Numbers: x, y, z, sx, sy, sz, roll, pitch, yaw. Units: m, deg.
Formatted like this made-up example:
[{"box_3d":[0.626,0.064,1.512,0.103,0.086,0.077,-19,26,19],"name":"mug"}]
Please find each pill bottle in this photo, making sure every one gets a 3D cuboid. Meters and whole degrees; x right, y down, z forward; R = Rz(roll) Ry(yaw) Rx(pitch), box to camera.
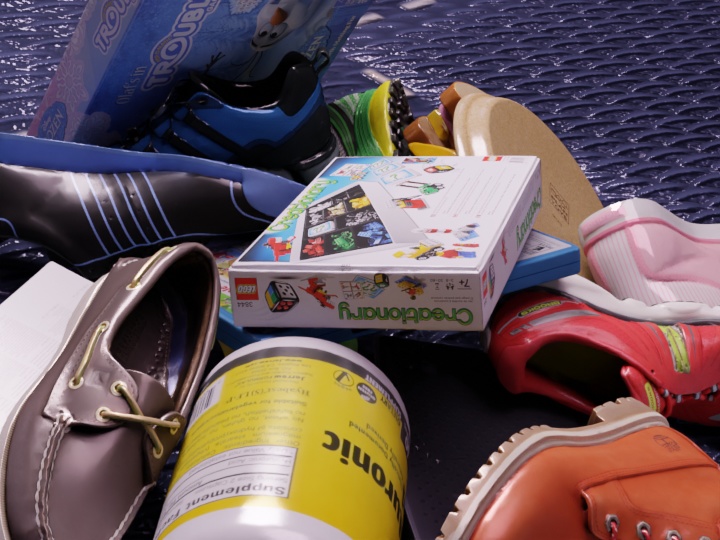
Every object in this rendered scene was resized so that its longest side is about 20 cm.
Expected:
[{"box_3d":[-0.038,0.127,0.706,0.111,0.112,0.200,15,32,-4],"name":"pill bottle"}]

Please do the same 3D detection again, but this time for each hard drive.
[{"box_3d":[0.074,0.114,0.846,0.134,0.042,0.200,9,32,-15],"name":"hard drive"}]

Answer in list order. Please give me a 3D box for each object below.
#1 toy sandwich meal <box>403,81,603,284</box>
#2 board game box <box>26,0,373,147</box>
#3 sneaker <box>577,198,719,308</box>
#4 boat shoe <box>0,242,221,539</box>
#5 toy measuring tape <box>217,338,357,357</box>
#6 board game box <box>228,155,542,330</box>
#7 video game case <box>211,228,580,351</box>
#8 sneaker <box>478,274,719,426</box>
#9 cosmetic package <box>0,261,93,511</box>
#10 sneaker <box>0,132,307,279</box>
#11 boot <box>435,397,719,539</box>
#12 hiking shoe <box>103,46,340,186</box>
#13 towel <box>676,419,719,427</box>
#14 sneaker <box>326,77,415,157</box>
[{"box_3d":[0.100,-0.032,1.040,0.205,0.070,0.206,41,31,-32],"name":"toy sandwich meal"},{"box_3d":[-0.094,-0.143,1.010,0.199,0.200,0.043,-14,62,-41],"name":"board game box"},{"box_3d":[0.219,0.023,1.028,0.200,0.075,0.105,13,50,-49],"name":"sneaker"},{"box_3d":[-0.112,0.062,0.734,0.072,0.059,0.200,44,34,-22],"name":"boat shoe"},{"box_3d":[-0.061,0.052,0.877,0.073,0.074,0.200,-12,19,-38],"name":"toy measuring tape"},{"box_3d":[0.021,-0.020,0.844,0.126,0.035,0.200,1,20,15],"name":"board game box"},{"box_3d":[0.000,0.000,0.876,0.199,0.018,0.143,-15,22,-27],"name":"video game case"},{"box_3d":[0.161,0.063,0.885,0.199,0.077,0.085,12,34,-6],"name":"sneaker"},{"box_3d":[-0.171,0.074,0.778,0.082,0.051,0.200,24,32,9],"name":"cosmetic package"},{"box_3d":[-0.130,-0.030,0.915,0.199,0.078,0.070,7,1,4],"name":"sneaker"},{"box_3d":[0.115,0.124,0.734,0.107,0.075,0.200,37,34,31],"name":"boot"},{"box_3d":[-0.113,-0.082,0.981,0.199,0.087,0.074,-15,30,-14],"name":"hiking shoe"},{"box_3d":[0.297,0.064,1.017,0.146,0.022,0.200,12,26,28],"name":"towel"},{"box_3d":[-0.007,-0.044,1.041,0.085,0.078,0.200,-15,36,16],"name":"sneaker"}]
